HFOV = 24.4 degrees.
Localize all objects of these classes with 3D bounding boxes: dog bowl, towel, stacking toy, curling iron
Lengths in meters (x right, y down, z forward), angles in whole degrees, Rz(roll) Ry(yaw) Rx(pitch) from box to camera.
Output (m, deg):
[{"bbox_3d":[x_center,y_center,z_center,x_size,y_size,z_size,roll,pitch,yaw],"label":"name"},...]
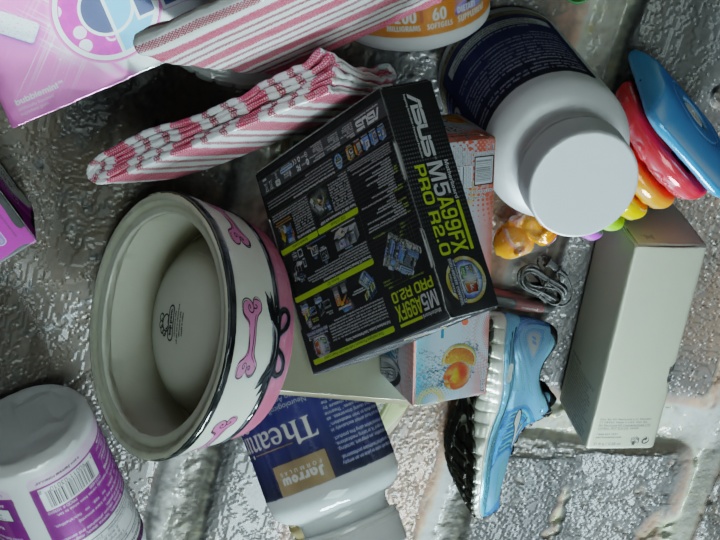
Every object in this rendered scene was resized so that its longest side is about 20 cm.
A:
[{"bbox_3d":[-0.126,0.043,1.257,0.073,0.200,0.202,4,120,-38],"label":"dog bowl"},{"bbox_3d":[-0.082,-0.107,1.181,0.198,0.146,0.030,-20,88,18],"label":"towel"},{"bbox_3d":[0.188,-0.067,1.334,0.199,0.117,0.110,-36,120,21],"label":"stacking toy"},{"bbox_3d":[-0.042,-0.167,1.062,0.145,0.200,0.030,-21,85,22],"label":"towel"},{"bbox_3d":[0.083,0.005,1.384,0.197,0.026,0.050,5,97,-12],"label":"curling iron"}]

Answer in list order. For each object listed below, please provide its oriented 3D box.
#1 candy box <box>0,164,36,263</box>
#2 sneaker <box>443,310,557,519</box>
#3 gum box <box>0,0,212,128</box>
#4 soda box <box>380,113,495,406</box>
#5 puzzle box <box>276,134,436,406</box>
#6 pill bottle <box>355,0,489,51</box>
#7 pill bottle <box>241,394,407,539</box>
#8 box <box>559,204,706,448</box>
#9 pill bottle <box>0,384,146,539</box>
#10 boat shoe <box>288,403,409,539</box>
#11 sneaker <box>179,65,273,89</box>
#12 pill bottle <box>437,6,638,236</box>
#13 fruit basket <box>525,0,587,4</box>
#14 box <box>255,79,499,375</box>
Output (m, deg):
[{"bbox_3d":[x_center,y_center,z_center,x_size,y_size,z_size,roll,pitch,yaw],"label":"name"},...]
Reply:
[{"bbox_3d":[-0.358,-0.033,1.221,0.199,0.061,0.137,-30,123,3],"label":"candy box"},{"bbox_3d":[0.129,0.129,1.437,0.089,0.079,0.202,-1,120,-18],"label":"sneaker"},{"bbox_3d":[-0.167,-0.193,1.108,0.198,0.066,0.114,-24,120,-3],"label":"gum box"},{"bbox_3d":[0.054,-0.008,1.210,0.063,0.068,0.203,-7,111,-20],"label":"soda box"},{"bbox_3d":[0.000,0.000,1.285,0.131,0.025,0.203,6,77,-17],"label":"puzzle box"},{"bbox_3d":[0.031,-0.265,1.160,0.111,0.113,0.202,-12,122,-8],"label":"pill bottle"},{"bbox_3d":[-0.036,0.133,1.320,0.110,0.111,0.202,-21,86,-2],"label":"pill bottle"},{"bbox_3d":[0.229,0.048,1.413,0.067,0.082,0.202,2,120,-15],"label":"box"},{"bbox_3d":[-0.241,0.202,1.359,0.111,0.113,0.202,-19,122,-3],"label":"pill bottle"},{"bbox_3d":[-0.017,0.140,1.412,0.062,0.073,0.201,25,100,-20],"label":"boat shoe"},{"bbox_3d":[-0.119,-0.187,1.192,0.198,0.075,0.088,11,111,-21],"label":"sneaker"},{"bbox_3d":[0.132,-0.108,1.225,0.110,0.201,0.112,-6,121,-11],"label":"pill bottle"},{"bbox_3d":[0.153,-0.269,1.153,0.186,0.094,0.200,-49,163,15],"label":"fruit basket"},{"bbox_3d":[0.006,-0.025,1.170,0.044,0.200,0.162,-14,83,-31],"label":"box"}]
